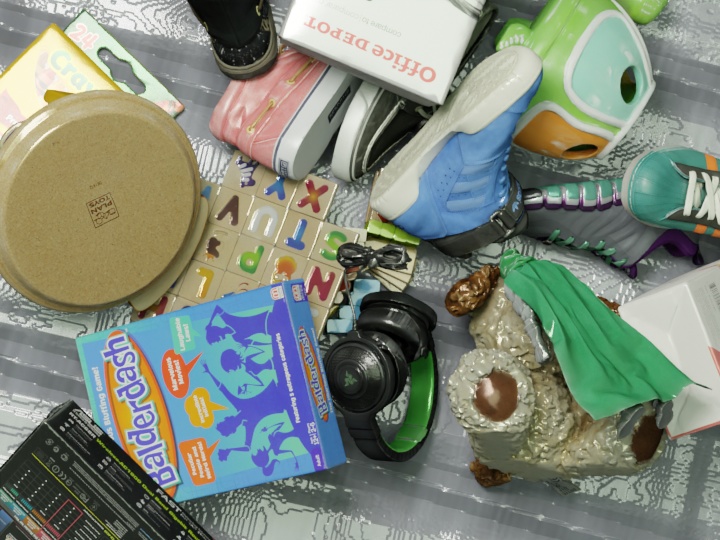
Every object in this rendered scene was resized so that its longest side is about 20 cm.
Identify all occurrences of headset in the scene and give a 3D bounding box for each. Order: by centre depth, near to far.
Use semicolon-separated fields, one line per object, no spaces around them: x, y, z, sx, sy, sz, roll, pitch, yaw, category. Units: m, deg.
0.027;0.063;1.488;0.093;0.124;0.201;-1;125;31;headset

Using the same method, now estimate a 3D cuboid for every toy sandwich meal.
-0.214;-0.058;1.477;0.204;0.070;0.207;-12;116;-25;toy sandwich meal

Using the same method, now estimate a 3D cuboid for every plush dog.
0.145;0.082;1.531;0.198;0.160;0.173;15;66;-19;plush dog

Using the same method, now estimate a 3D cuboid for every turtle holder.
0.179;-0.173;1.550;0.131;0.141;0.186;35;39;-2;turtle holder

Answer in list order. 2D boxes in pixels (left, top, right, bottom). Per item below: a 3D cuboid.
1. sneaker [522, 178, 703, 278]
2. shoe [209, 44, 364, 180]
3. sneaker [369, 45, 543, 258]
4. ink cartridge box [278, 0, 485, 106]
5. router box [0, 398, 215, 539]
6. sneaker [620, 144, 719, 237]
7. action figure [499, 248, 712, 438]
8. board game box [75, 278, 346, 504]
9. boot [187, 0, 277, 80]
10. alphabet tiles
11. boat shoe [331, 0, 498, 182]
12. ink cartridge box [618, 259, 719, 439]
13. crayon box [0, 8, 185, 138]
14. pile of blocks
0.199;-0.033;1.563;0.198;0.074;0.088;-7;91;-7;sneaker
-0.042;-0.172;1.550;0.091;0.072;0.201;26;67;19;shoe
0.106;-0.087;1.472;0.111;0.077;0.200;33;125;-16;sneaker
0.035;-0.248;1.459;0.144;0.084;0.201;22;94;-4;ink cartridge box
-0.218;0.227;1.477;0.200;0.062;0.150;45;109;0;router box
0.306;-0.061;1.525;0.199;0.080;0.072;5;96;-37;sneaker
0.169;0.048;1.445;0.117;0.055;0.200;-6;42;-34;action figure
-0.123;0.104;1.488;0.199;0.045;0.153;-16;87;23;board game box
-0.123;-0.274;1.489;0.073;0.154;0.205;-17;66;3;boot
-0.097;0.006;1.529;0.165;0.006;0.201;20;84;20;alphabet tiles
0.046;-0.155;1.551;0.063;0.071;0.201;29;81;17;boat shoe
0.296;0.057;1.534;0.067;0.200;0.117;-22;88;30;ink cartridge box
-0.258;-0.113;1.535;0.127;0.051;0.200;43;82;0;crayon box
0.000;0.000;1.545;0.082;0.062;0.200;38;83;-2;pile of blocks
